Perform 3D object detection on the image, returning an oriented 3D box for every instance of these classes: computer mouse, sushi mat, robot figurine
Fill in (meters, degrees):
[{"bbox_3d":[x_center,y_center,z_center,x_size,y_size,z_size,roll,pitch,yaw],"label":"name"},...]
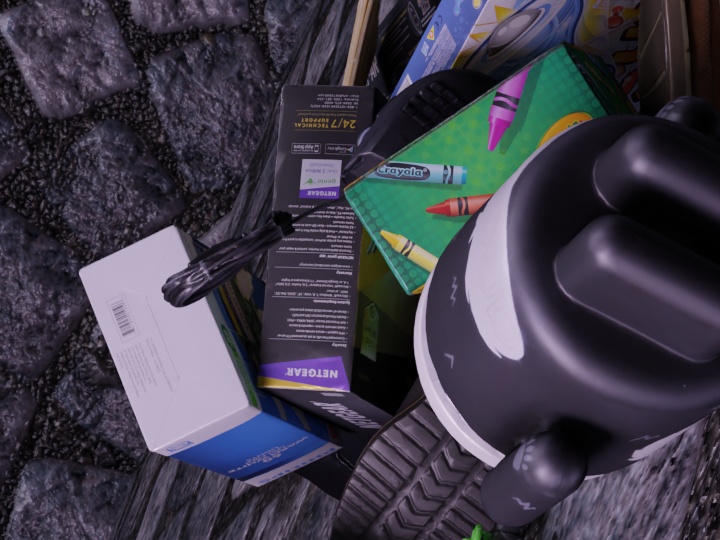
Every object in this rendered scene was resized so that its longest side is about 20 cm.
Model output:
[{"bbox_3d":[-0.015,-0.044,1.189,0.200,0.034,0.059,-33,-3,-24],"label":"computer mouse"},{"bbox_3d":[-0.013,-0.066,1.439,0.096,0.012,0.201,91,-169,-65],"label":"sushi mat"},{"bbox_3d":[0.097,0.014,0.994,0.150,0.125,0.200,-23,-11,-23],"label":"robot figurine"}]

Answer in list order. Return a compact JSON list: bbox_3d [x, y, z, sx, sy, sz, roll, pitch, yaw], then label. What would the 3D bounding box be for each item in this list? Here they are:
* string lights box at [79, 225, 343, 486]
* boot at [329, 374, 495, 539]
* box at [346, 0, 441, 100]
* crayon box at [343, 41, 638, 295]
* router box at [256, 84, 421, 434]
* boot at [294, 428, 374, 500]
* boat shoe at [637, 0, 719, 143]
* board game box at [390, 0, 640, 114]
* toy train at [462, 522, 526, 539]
[{"bbox_3d":[-0.076,0.050,1.323,0.059,0.103,0.200,-25,-14,8],"label":"string lights box"},{"bbox_3d":[0.054,0.073,1.320,0.200,0.077,0.138,-54,6,5],"label":"boot"},{"bbox_3d":[0.054,-0.081,1.487,0.200,0.043,0.161,136,121,-71],"label":"box"},{"bbox_3d":[0.071,-0.048,1.169,0.119,0.058,0.200,-34,-3,10],"label":"crayon box"},{"bbox_3d":[0.000,0.000,1.335,0.200,0.052,0.158,36,-123,-74],"label":"router box"},{"bbox_3d":[-0.026,0.061,1.483,0.200,0.168,0.077,121,168,-45],"label":"boot"},{"bbox_3d":[0.160,-0.122,1.106,0.072,0.068,0.201,142,126,-81],"label":"boat shoe"},{"bbox_3d":[0.114,-0.143,1.238,0.200,0.135,0.035,-62,41,41],"label":"board game box"},{"bbox_3d":[0.041,0.209,1.136,0.056,0.042,0.201,107,-179,-67],"label":"toy train"}]
